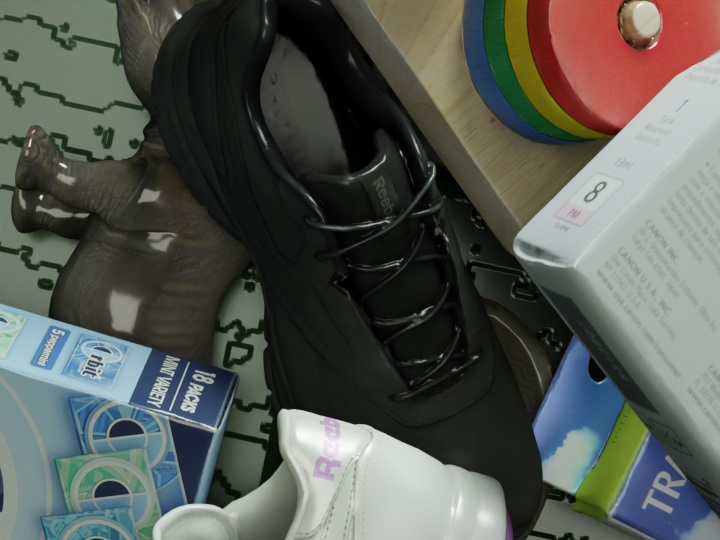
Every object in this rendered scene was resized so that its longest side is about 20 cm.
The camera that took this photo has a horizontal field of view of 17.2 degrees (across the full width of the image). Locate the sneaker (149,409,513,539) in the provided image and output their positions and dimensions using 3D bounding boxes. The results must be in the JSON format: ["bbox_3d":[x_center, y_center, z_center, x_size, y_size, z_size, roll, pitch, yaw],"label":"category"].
[{"bbox_3d":[-0.041,0.125,0.744,0.099,0.075,0.201,29,108,-18],"label":"sneaker"}]

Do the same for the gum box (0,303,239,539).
[{"bbox_3d":[-0.156,0.087,0.776,0.198,0.045,0.171,16,114,-1],"label":"gum box"}]

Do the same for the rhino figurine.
[{"bbox_3d":[-0.077,-0.016,0.813,0.087,0.060,0.202,19,84,-5],"label":"rhino figurine"}]

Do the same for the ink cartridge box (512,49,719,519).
[{"bbox_3d":[0.167,-0.015,0.736,0.200,0.057,0.163,-45,114,-11],"label":"ink cartridge box"}]

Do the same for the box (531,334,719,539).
[{"bbox_3d":[0.166,0.059,0.804,0.199,0.048,0.123,26,86,-10],"label":"box"}]

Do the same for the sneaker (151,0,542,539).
[{"bbox_3d":[0.000,0.000,0.753,0.076,0.091,0.201,-32,93,-20],"label":"sneaker"}]

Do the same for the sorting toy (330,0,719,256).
[{"bbox_3d":[0.076,-0.143,0.755,0.200,0.069,0.199,-46,111,-24],"label":"sorting toy"}]

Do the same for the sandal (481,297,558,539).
[{"bbox_3d":[-0.001,0.100,0.809,0.082,0.055,0.200,40,87,1],"label":"sandal"}]
